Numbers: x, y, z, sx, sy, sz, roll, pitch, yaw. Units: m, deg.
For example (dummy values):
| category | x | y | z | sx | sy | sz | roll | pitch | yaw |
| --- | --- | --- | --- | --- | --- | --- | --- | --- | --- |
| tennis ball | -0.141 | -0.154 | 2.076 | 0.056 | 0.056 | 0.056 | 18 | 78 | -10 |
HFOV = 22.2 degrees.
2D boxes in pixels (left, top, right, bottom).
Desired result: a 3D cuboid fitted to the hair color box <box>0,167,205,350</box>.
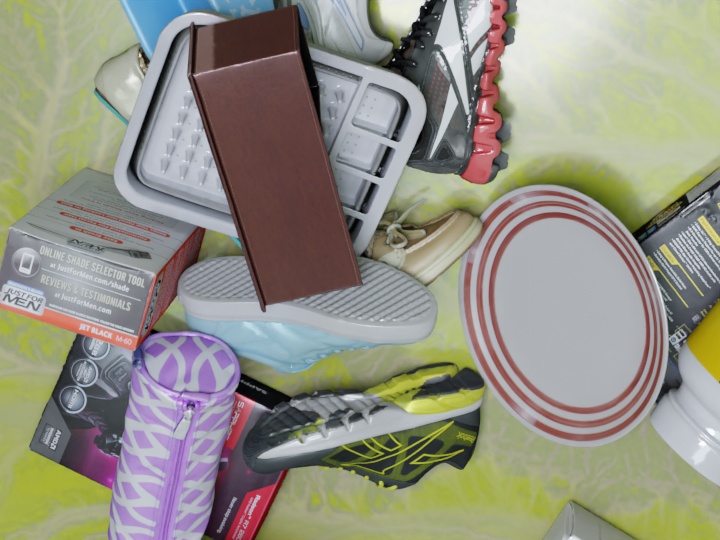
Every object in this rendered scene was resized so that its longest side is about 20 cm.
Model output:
| category | x | y | z | sx | sy | sz | roll | pitch | yaw |
| --- | --- | --- | --- | --- | --- | --- | --- | --- | --- |
| hair color box | -0.187 | -0.012 | 1.362 | 0.110 | 0.200 | 0.065 | 18 | 105 | 2 |

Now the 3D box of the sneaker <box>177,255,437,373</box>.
| category | x | y | z | sx | sy | sz | roll | pitch | yaw |
| --- | --- | --- | --- | --- | --- | --- | --- | --- | --- |
| sneaker | -0.036 | 0.038 | 1.373 | 0.198 | 0.074 | 0.082 | 7 | 134 | 18 |

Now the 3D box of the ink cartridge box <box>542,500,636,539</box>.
| category | x | y | z | sx | sy | sz | roll | pitch | yaw |
| --- | --- | --- | --- | --- | --- | --- | --- | --- | --- |
| ink cartridge box | 0.210 | 0.298 | 1.453 | 0.199 | 0.083 | 0.147 | 32 | 106 | -2 |

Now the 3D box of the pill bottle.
| category | x | y | z | sx | sy | sz | roll | pitch | yaw |
| --- | --- | --- | --- | --- | --- | --- | --- | --- | --- |
| pill bottle | 0.301 | 0.056 | 1.318 | 0.112 | 0.113 | 0.201 | 36 | 104 | -3 |

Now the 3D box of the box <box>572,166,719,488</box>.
| category | x | y | z | sx | sy | sz | roll | pitch | yaw |
| --- | --- | --- | --- | --- | --- | --- | --- | --- | --- |
| box | 0.281 | 0.043 | 1.400 | 0.159 | 0.049 | 0.200 | -38 | 97 | 11 |

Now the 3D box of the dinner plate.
| category | x | y | z | sx | sy | sz | roll | pitch | yaw |
| --- | --- | --- | --- | --- | --- | --- | --- | --- | --- |
| dinner plate | 0.154 | 0.033 | 1.379 | 0.199 | 0.024 | 0.202 | 19 | 117 | 42 |

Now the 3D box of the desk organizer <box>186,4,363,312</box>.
| category | x | y | z | sx | sy | sz | roll | pitch | yaw |
| --- | --- | --- | --- | --- | --- | --- | --- | --- | --- |
| desk organizer | -0.057 | -0.077 | 1.283 | 0.076 | 0.072 | 0.201 | -12 | 125 | 5 |

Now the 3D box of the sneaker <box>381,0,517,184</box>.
| category | x | y | z | sx | sy | sz | roll | pitch | yaw |
| --- | --- | --- | --- | --- | --- | --- | --- | --- | --- |
| sneaker | 0.061 | -0.162 | 1.355 | 0.097 | 0.071 | 0.203 | -1 | 105 | -12 |

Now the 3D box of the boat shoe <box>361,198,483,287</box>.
| category | x | y | z | sx | sy | sz | roll | pitch | yaw |
| --- | --- | --- | --- | --- | --- | --- | --- | --- | --- |
| boat shoe | 0.000 | 0.000 | 1.409 | 0.199 | 0.073 | 0.063 | -29 | 98 | 15 |

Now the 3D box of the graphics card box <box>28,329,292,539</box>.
| category | x | y | z | sx | sy | sz | roll | pitch | yaw |
| --- | --- | --- | --- | --- | --- | --- | --- | --- | --- |
| graphics card box | -0.151 | 0.126 | 1.471 | 0.199 | 0.051 | 0.126 | 27 | 106 | 1 |

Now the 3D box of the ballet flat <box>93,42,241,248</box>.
| category | x | y | z | sx | sy | sz | roll | pitch | yaw |
| --- | --- | --- | --- | --- | --- | --- | --- | --- | --- |
| ballet flat | -0.119 | -0.094 | 1.404 | 0.069 | 0.070 | 0.200 | -43 | 96 | 14 |

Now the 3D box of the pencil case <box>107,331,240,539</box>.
| category | x | y | z | sx | sy | sz | roll | pitch | yaw |
| --- | --- | --- | --- | --- | --- | --- | --- | --- | --- |
| pencil case | -0.140 | 0.140 | 1.378 | 0.083 | 0.086 | 0.201 | -2 | 128 | -19 |

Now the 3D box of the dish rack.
| category | x | y | z | sx | sy | sz | roll | pitch | yaw |
| --- | --- | --- | --- | --- | --- | --- | --- | --- | --- |
| dish rack | -0.067 | -0.101 | 1.334 | 0.198 | 0.044 | 0.173 | 16 | 125 | -13 |

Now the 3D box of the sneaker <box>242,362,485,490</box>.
| category | x | y | z | sx | sy | sz | roll | pitch | yaw |
| --- | --- | --- | --- | --- | --- | --- | --- | --- | --- |
| sneaker | 0.008 | 0.136 | 1.417 | 0.198 | 0.074 | 0.085 | -12 | 111 | -15 |

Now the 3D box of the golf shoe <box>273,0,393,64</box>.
| category | x | y | z | sx | sy | sz | roll | pitch | yaw |
| --- | --- | --- | --- | --- | --- | --- | --- | --- | --- |
| golf shoe | -0.031 | -0.240 | 1.366 | 0.096 | 0.078 | 0.202 | -14 | 106 | -11 |

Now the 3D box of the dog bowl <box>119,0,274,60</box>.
| category | x | y | z | sx | sy | sz | roll | pitch | yaw |
| --- | --- | --- | --- | --- | --- | --- | --- | --- | --- |
| dog bowl | -0.139 | -0.226 | 1.351 | 0.111 | 0.049 | 0.201 | -20 | 98 | 45 |
